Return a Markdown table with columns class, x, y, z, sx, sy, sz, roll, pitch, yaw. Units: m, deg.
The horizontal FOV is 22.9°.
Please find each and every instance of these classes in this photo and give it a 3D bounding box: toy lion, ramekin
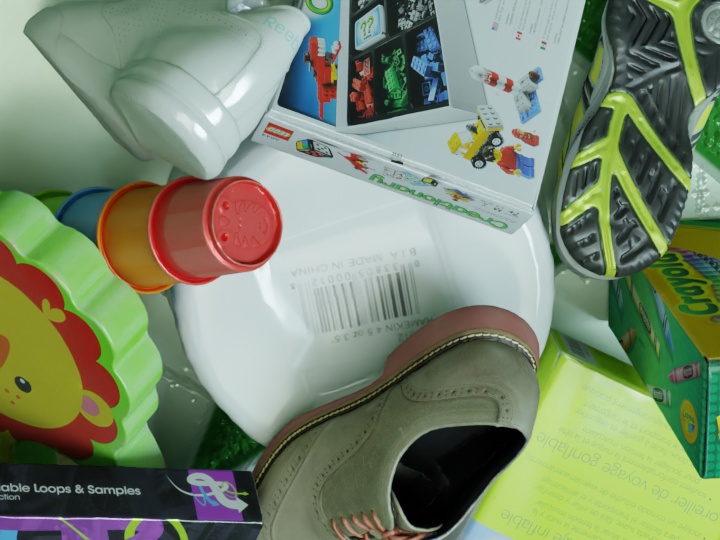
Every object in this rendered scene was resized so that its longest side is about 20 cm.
| class | x | y | z | sx | sy | sz | roll | pitch | yaw |
| --- | --- | --- | --- | --- | --- | --- | --- | --- | --- |
| toy lion | -0.158 | 0.053 | 0.834 | 0.192 | 0.069 | 0.200 | -17 | 114 | 43 |
| ramekin | 0.000 | 0.000 | 0.867 | 0.200 | 0.098 | 0.201 | -1 | 107 | -4 |

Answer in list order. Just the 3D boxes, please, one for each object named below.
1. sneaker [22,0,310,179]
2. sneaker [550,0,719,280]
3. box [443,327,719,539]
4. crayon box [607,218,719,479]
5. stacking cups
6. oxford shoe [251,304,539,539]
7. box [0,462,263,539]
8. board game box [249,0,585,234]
| class | x | y | z | sx | sy | sz | roll | pitch | yaw |
| --- | --- | --- | --- | --- | --- | --- | --- | --- | --- |
| sneaker | -0.082 | -0.098 | 0.793 | 0.089 | 0.200 | 0.075 | -47 | 122 | -10 |
| sneaker | 0.136 | -0.090 | 0.860 | 0.075 | 0.076 | 0.200 | 27 | 80 | -5 |
| box | 0.102 | 0.143 | 0.894 | 0.122 | 0.048 | 0.200 | 25 | 104 | -10 |
| crayon box | 0.194 | 0.030 | 0.837 | 0.119 | 0.200 | 0.058 | -3 | 108 | -4 |
| stacking cups | -0.105 | -0.014 | 0.809 | 0.060 | 0.200 | 0.061 | 4 | 84 | -42 |
| oxford shoe | 0.003 | 0.099 | 0.802 | 0.070 | 0.075 | 0.200 | 29 | 123 | -22 |
| box | -0.159 | 0.147 | 0.815 | 0.200 | 0.036 | 0.143 | 5 | 131 | -22 |
| board game box | 0.038 | -0.129 | 0.806 | 0.126 | 0.035 | 0.200 | 20 | 68 | -9 |
